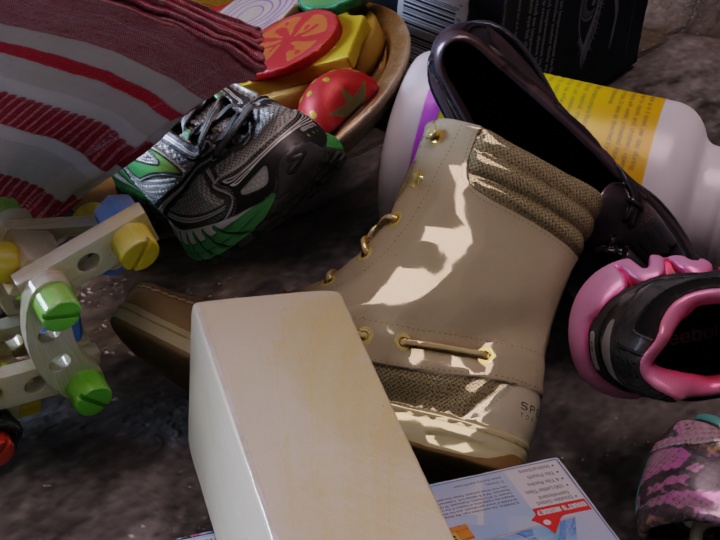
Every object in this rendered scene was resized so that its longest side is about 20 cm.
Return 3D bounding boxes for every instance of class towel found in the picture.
[{"bbox_3d":[-0.153,-0.060,0.731,0.144,0.200,0.023,15,52,-48],"label":"towel"}]

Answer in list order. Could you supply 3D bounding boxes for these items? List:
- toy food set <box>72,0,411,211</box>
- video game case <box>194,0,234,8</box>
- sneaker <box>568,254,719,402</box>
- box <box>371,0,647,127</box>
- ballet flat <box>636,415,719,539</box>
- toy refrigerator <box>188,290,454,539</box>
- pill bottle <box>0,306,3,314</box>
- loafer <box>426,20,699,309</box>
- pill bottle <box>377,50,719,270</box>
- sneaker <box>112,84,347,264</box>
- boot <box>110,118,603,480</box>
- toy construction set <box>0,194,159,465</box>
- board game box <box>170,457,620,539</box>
[{"bbox_3d":[-0.066,-0.099,0.979,0.199,0.049,0.198,-14,34,23],"label":"toy food set"},{"bbox_3d":[-0.050,-0.158,1.162,0.143,0.018,0.200,16,34,14],"label":"video game case"},{"bbox_3d":[0.195,0.018,0.767,0.199,0.079,0.095,-16,6,-5],"label":"sneaker"},{"bbox_3d":[0.096,-0.179,1.100,0.104,0.148,0.200,24,36,27],"label":"box"},{"bbox_3d":[0.202,0.129,0.706,0.199,0.069,0.071,26,69,15],"label":"ballet flat"},{"bbox_3d":[-0.012,0.094,0.659,0.070,0.076,0.200,-5,33,-15],"label":"toy refrigerator"},{"bbox_3d":[-0.252,-0.061,0.892,0.119,0.120,0.200,-20,41,-33],"label":"pill bottle"},{"bbox_3d":[0.097,-0.037,0.863,0.200,0.072,0.063,52,11,5],"label":"loafer"},{"bbox_3d":[0.116,-0.049,0.944,0.199,0.105,0.104,13,34,12],"label":"pill bottle"},{"bbox_3d":[-0.079,-0.060,0.804,0.078,0.085,0.200,-41,27,-20],"label":"sneaker"},{"bbox_3d":[0.000,0.000,0.812,0.199,0.073,0.156,17,74,10],"label":"boot"},{"bbox_3d":[-0.188,0.028,0.749,0.199,0.131,0.092,-3,45,-18],"label":"toy construction set"},{"bbox_3d":[0.032,0.163,0.667,0.199,0.041,0.200,-9,36,-21],"label":"board game box"}]
